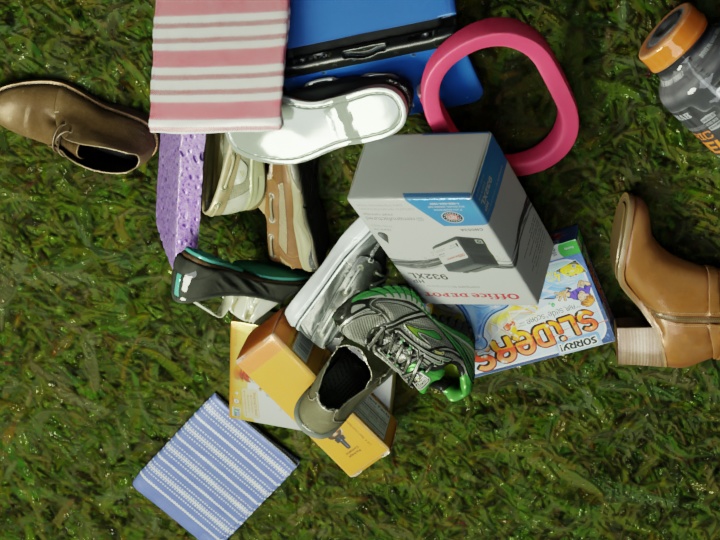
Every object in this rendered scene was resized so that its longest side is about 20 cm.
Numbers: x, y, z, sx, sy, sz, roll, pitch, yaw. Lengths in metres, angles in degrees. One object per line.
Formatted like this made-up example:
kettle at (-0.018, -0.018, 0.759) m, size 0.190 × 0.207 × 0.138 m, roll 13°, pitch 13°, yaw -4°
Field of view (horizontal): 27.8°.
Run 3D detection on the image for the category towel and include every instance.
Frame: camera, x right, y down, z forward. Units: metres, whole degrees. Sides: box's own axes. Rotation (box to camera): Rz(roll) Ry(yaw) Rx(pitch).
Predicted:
towel at (-0.186, 0.258, 1.851) m, size 0.144 × 0.024 × 0.200 m, roll 40°, pitch 119°, yaw -8°
towel at (-0.139, -0.236, 1.473) m, size 0.144 × 0.030 × 0.203 m, roll 1°, pitch 83°, yaw 16°

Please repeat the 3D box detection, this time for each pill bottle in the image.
pill bottle at (0.363, -0.169, 1.415) m, size 0.200 × 0.107 × 0.106 m, roll 40°, pitch 121°, yaw -11°

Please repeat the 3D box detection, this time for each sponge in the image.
sponge at (-0.196, -0.111, 1.580) m, size 0.029 × 0.112 × 0.202 m, roll -4°, pitch 124°, yaw -18°

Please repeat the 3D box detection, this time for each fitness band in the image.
fitness band at (0.141, -0.169, 1.472) m, size 0.142 × 0.038 × 0.200 m, roll -24°, pitch 134°, yaw 13°

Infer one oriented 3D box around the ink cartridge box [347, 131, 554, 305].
ink cartridge box at (0.097, -0.049, 1.501) m, size 0.144 × 0.085 × 0.200 m, roll 0°, pitch 148°, yaw 30°

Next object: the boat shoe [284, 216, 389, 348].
boat shoe at (0.000, 0.000, 1.603) m, size 0.071 × 0.072 × 0.201 m, roll 42°, pitch 111°, yaw 10°

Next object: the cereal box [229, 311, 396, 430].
cereal box at (-0.057, 0.126, 1.727) m, size 0.197 × 0.040 × 0.145 m, roll 9°, pitch 121°, yaw 8°

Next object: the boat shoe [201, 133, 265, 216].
boat shoe at (-0.143, -0.159, 1.539) m, size 0.073 × 0.063 × 0.203 m, roll 24°, pitch 120°, yaw 49°

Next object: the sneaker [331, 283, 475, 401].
sneaker at (0.055, 0.078, 1.559) m, size 0.199 × 0.086 × 0.078 m, roll 24°, pitch 132°, yaw -33°

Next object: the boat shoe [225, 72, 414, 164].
boat shoe at (-0.040, -0.156, 1.484) m, size 0.197 × 0.060 × 0.076 m, roll -3°, pitch 114°, yaw 17°

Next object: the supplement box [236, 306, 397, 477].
supplement box at (-0.048, 0.141, 1.673) m, size 0.066 × 0.069 × 0.200 m, roll -36°, pitch 105°, yaw 27°

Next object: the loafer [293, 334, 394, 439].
loafer at (0.005, 0.100, 1.612) m, size 0.075 × 0.201 × 0.070 m, roll 36°, pitch 155°, yaw -1°

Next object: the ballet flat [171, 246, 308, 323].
ballet flat at (-0.138, 0.018, 1.608) m, size 0.068 × 0.199 × 0.069 m, roll 28°, pitch 101°, yaw 39°

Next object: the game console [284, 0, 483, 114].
game console at (0.014, -0.251, 1.502) m, size 0.197 × 0.120 × 0.171 m, roll -8°, pitch 149°, yaw 18°

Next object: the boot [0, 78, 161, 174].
boot at (-0.324, -0.157, 1.605) m, size 0.197 × 0.076 × 0.074 m, roll 15°, pitch 124°, yaw 6°

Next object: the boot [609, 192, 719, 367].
boot at (0.346, 0.007, 1.552) m, size 0.153 × 0.074 × 0.202 m, roll -4°, pitch 114°, yaw 5°

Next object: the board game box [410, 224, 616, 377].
board game box at (0.171, 0.040, 1.625) m, size 0.198 × 0.035 × 0.136 m, roll -17°, pitch 115°, yaw 22°

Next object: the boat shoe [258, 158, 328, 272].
boat shoe at (-0.085, -0.087, 1.590) m, size 0.073 × 0.076 × 0.202 m, roll 2°, pitch 120°, yaw 16°
